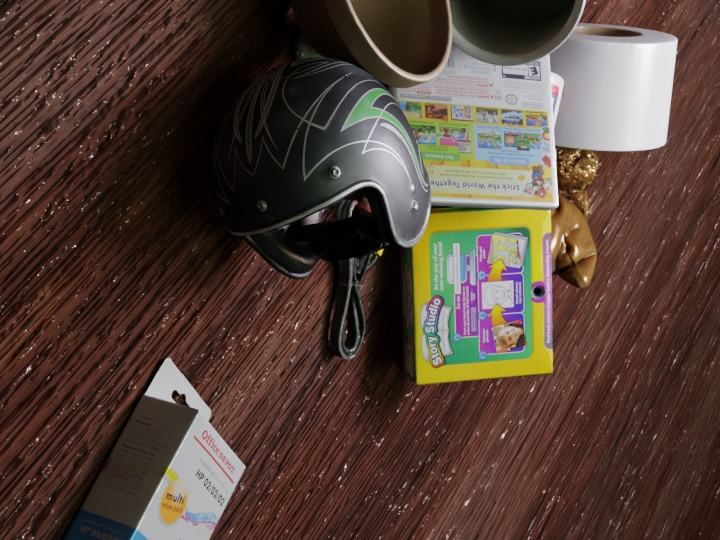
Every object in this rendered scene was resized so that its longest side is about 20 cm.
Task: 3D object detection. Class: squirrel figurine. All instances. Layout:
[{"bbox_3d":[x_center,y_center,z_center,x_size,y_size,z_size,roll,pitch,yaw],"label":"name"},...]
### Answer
[{"bbox_3d":[0.237,-0.095,1.882,0.201,0.141,0.187,-59,135,-33],"label":"squirrel figurine"}]

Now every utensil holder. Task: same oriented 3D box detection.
[{"bbox_3d":[0.175,-0.334,1.578,0.200,0.168,0.171,-59,151,-65],"label":"utensil holder"}]

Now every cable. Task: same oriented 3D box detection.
[{"bbox_3d":[0.000,0.000,1.547,0.097,0.050,0.202,9,91,-61],"label":"cable"}]

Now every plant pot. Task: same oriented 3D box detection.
[{"bbox_3d":[-0.002,-0.265,1.364,0.200,0.092,0.202,27,55,-47],"label":"plant pot"}]

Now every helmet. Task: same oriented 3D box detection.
[{"bbox_3d":[-0.042,-0.097,1.293,0.191,0.199,0.201,42,63,-41],"label":"helmet"}]

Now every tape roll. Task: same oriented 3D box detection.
[{"bbox_3d":[0.310,-0.245,1.861,0.202,0.201,0.140,-22,120,-57],"label":"tape roll"}]

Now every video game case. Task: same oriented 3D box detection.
[{"bbox_3d":[0.126,-0.161,1.575,0.198,0.023,0.184,1,81,-23],"label":"video game case"}]

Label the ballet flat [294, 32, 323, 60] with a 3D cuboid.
[{"bbox_3d":[-0.004,-0.178,1.459,0.072,0.071,0.200,-64,148,-24],"label":"ballet flat"}]

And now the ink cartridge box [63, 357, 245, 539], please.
[{"bbox_3d":[-0.175,0.195,1.285,0.201,0.067,0.115,-64,149,-25],"label":"ink cartridge box"}]

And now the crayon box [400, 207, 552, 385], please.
[{"bbox_3d":[0.137,0.026,1.668,0.058,0.171,0.202,-148,-124,-76],"label":"crayon box"}]

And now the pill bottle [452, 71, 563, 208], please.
[{"bbox_3d":[0.173,-0.149,1.736,0.119,0.119,0.202,9,93,-62],"label":"pill bottle"}]
